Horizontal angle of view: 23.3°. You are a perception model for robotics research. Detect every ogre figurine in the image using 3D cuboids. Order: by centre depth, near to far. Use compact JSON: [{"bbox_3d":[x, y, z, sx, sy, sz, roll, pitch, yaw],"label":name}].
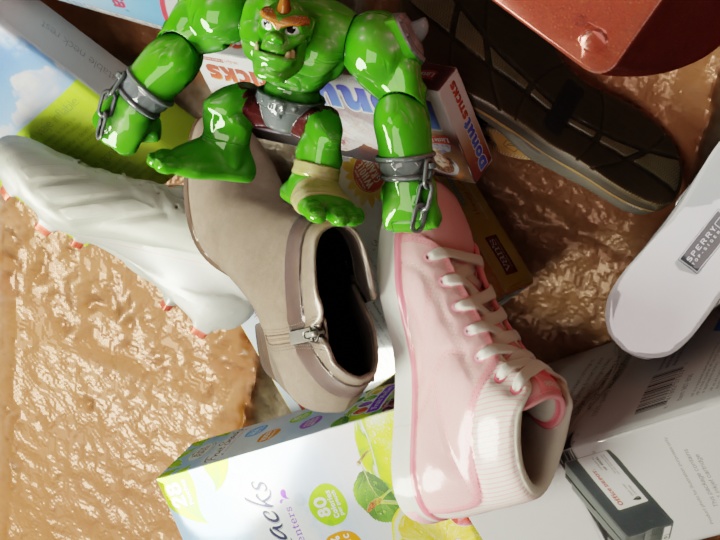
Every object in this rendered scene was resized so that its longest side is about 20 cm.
[{"bbox_3d":[-0.045,-0.100,0.973,0.200,0.098,0.120,20,104,29],"label":"ogre figurine"}]

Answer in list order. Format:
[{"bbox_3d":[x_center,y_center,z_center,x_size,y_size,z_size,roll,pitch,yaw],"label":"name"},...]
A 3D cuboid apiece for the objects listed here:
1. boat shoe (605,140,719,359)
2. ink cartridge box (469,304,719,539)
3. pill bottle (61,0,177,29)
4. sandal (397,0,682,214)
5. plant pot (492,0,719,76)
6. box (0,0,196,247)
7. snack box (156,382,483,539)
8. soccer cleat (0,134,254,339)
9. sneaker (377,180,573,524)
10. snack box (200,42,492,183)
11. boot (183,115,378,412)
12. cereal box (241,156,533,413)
[{"bbox_3d":[0.218,-0.032,1.003,0.072,0.068,0.200,39,104,7],"label":"boat shoe"},{"bbox_3d":[0.174,0.098,1.043,0.200,0.145,0.084,-22,104,34],"label":"ink cartridge box"},{"bbox_3d":[-0.123,-0.203,1.061,0.199,0.109,0.109,17,121,18],"label":"pill bottle"},{"bbox_3d":[0.101,-0.098,1.035,0.200,0.082,0.055,35,147,-2],"label":"sandal"},{"bbox_3d":[0.131,-0.212,0.887,0.200,0.176,0.200,37,126,5],"label":"plant pot"},{"bbox_3d":[-0.220,-0.111,1.152,0.200,0.048,0.122,38,130,-24],"label":"box"},{"bbox_3d":[-0.007,0.172,1.118,0.200,0.068,0.169,-19,100,25],"label":"snack box"},{"bbox_3d":[-0.146,-0.037,1.132,0.200,0.069,0.078,35,108,-8],"label":"soccer cleat"},{"bbox_3d":[0.071,0.041,0.994,0.104,0.075,0.201,-10,77,38],"label":"sneaker"},{"bbox_3d":[-0.014,-0.101,1.053,0.200,0.024,0.072,15,143,38],"label":"snack box"},{"bbox_3d":[-0.041,-0.012,1.047,0.146,0.070,0.201,-18,92,68],"label":"boot"},{"bbox_3d":[0.000,0.000,1.125,0.200,0.039,0.144,-38,78,37],"label":"cereal box"}]
